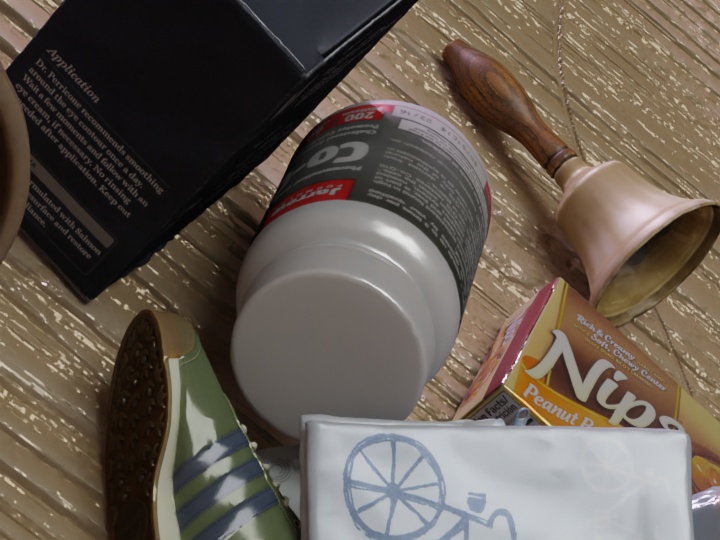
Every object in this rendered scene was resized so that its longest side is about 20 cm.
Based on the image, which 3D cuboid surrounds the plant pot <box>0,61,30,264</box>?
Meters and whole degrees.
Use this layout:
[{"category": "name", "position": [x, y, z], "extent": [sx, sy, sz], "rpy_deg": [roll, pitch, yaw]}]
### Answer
[{"category": "plant pot", "position": [-0.262, -0.082, 1.207], "extent": [0.200, 0.200, 0.175], "rpy_deg": [17, 29, -34]}]

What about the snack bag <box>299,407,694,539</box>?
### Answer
[{"category": "snack bag", "position": [0.070, 0.158, 1.271], "extent": [0.200, 0.021, 0.189], "rpy_deg": [1, 73, -11]}]

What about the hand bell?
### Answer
[{"category": "hand bell", "position": [0.118, -0.069, 1.652], "extent": [0.104, 0.104, 0.200], "rpy_deg": [-13, 53, -49]}]

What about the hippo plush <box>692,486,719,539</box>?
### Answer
[{"category": "hippo plush", "position": [0.147, 0.206, 1.386], "extent": [0.161, 0.200, 0.159], "rpy_deg": [38, 53, -55]}]

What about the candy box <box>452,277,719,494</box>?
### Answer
[{"category": "candy box", "position": [0.153, 0.111, 1.524], "extent": [0.200, 0.055, 0.115], "rpy_deg": [41, 37, -7]}]

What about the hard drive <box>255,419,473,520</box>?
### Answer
[{"category": "hard drive", "position": [0.019, 0.172, 1.317], "extent": [0.132, 0.026, 0.200], "rpy_deg": [-8, 59, -15]}]

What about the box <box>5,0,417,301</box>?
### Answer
[{"category": "box", "position": [-0.077, -0.117, 1.386], "extent": [0.117, 0.200, 0.197], "rpy_deg": [47, 36, -1]}]

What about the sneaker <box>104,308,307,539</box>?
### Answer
[{"category": "sneaker", "position": [-0.068, 0.118, 1.289], "extent": [0.090, 0.067, 0.200], "rpy_deg": [13, 55, -29]}]

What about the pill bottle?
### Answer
[{"category": "pill bottle", "position": [0.000, 0.000, 1.386], "extent": [0.114, 0.114, 0.200], "rpy_deg": [40, 26, -9]}]
